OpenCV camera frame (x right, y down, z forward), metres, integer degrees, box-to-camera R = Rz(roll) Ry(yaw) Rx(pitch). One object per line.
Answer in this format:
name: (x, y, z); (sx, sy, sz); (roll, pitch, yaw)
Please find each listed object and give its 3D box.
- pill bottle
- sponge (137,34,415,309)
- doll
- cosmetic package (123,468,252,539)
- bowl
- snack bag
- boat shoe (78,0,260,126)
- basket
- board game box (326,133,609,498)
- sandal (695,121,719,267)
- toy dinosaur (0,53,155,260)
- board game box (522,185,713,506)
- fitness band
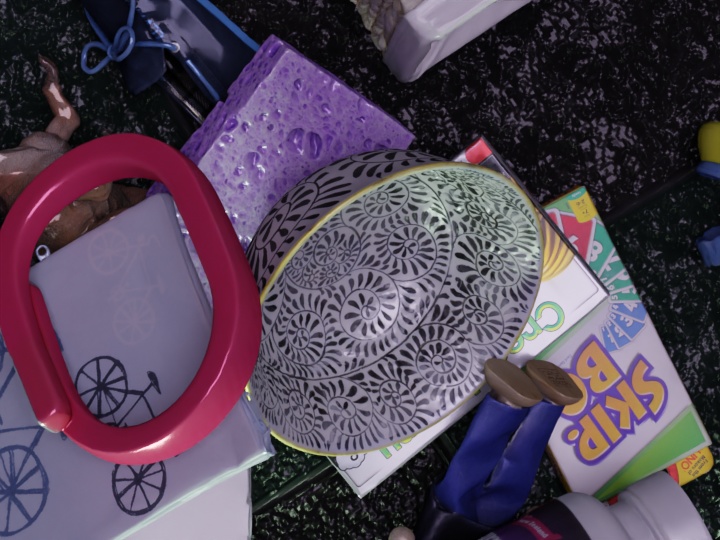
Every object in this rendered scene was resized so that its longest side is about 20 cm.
pill bottle: (0.111, 0.200, 1.556); (0.199, 0.111, 0.112); (-27, 94, -9)
sponge: (-0.070, -0.032, 1.556); (0.111, 0.030, 0.200); (33, 100, -37)
doll: (0.068, 0.148, 1.600); (0.136, 0.048, 0.201); (3, 122, -47)
cosmetic package: (-0.165, 0.147, 1.586); (0.199, 0.090, 0.108); (3, 90, -9)
bowl: (0.000, 0.000, 1.531); (0.200, 0.094, 0.202); (-19, 133, -22)
snack bag: (-0.159, 0.071, 1.496); (0.199, 0.021, 0.189); (-31, 62, 13)
boat shoe: (-0.117, -0.133, 1.581); (0.200, 0.084, 0.069); (36, 76, -4)
basket: (0.051, -0.204, 1.545); (0.135, 0.200, 0.124); (-34, 90, -4)
board game box: (0.037, 0.028, 1.613); (0.200, 0.035, 0.126); (-40, 93, 5)
sandal: (0.289, -0.018, 1.641); (0.199, 0.079, 0.087); (24, 92, 2)
toy dinosaur: (-0.184, -0.031, 1.581); (0.200, 0.086, 0.136); (39, 99, -27)
board game box: (0.142, 0.057, 1.648); (0.095, 0.030, 0.201); (-27, 97, -4)
fitness band: (-0.130, 0.015, 1.463); (0.143, 0.037, 0.201); (-33, 56, 11)
